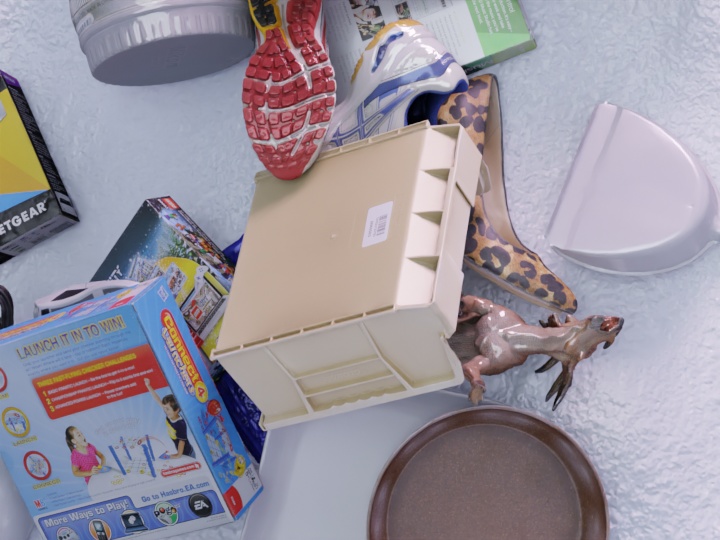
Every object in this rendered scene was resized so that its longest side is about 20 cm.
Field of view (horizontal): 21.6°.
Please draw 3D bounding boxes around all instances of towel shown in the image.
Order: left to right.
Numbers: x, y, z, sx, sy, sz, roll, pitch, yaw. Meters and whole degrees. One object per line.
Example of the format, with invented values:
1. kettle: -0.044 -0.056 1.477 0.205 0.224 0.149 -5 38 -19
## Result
1. towel: -0.072 0.070 1.607 0.147 0.050 0.201 -40 78 7

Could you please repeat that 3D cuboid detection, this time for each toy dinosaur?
1. toy dinosaur: 0.106 0.062 1.547 0.199 0.135 0.087 11 92 46

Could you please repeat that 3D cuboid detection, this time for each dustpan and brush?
1. dustpan and brush: 0.267 -0.044 1.547 0.198 0.057 0.141 18 75 19

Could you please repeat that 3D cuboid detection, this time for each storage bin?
1. storage bin: 0.000 0.000 1.480 0.197 0.094 0.201 -15 43 28

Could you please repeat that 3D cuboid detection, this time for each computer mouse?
1. computer mouse: -0.237 0.050 1.583 0.198 0.044 0.111 -11 102 29

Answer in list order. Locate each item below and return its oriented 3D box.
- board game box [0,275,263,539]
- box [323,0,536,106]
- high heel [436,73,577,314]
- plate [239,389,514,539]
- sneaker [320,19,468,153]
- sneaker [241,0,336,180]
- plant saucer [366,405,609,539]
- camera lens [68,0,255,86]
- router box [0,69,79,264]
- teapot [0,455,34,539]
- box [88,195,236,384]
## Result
1. board game box: -0.206 0.126 1.540 0.199 0.056 0.197 -16 104 31
2. box: 0.036 -0.225 1.621 0.198 0.036 0.146 -20 80 11
3. high heel: 0.127 -0.065 1.565 0.199 0.071 0.143 36 94 19
4. plate: 0.010 0.184 1.560 0.198 0.032 0.202 14 94 -4
5. sneaker: 0.014 -0.105 1.562 0.088 0.075 0.201 43 120 23
6. sneaker: -0.053 -0.164 1.558 0.077 0.082 0.202 -1 64 6
7. plant saucer: 0.102 0.208 1.534 0.198 0.034 0.203 0 94 -3
8. camera lens: -0.177 -0.275 1.608 0.158 0.160 0.202 -12 82 11
9. router box: -0.369 -0.066 1.684 0.199 0.051 0.150 -28 78 9
10. teapot: -0.376 0.179 1.614 0.198 0.146 0.199 19 88 14
11. box: -0.179 0.057 1.600 0.137 0.038 0.201 46 115 17
